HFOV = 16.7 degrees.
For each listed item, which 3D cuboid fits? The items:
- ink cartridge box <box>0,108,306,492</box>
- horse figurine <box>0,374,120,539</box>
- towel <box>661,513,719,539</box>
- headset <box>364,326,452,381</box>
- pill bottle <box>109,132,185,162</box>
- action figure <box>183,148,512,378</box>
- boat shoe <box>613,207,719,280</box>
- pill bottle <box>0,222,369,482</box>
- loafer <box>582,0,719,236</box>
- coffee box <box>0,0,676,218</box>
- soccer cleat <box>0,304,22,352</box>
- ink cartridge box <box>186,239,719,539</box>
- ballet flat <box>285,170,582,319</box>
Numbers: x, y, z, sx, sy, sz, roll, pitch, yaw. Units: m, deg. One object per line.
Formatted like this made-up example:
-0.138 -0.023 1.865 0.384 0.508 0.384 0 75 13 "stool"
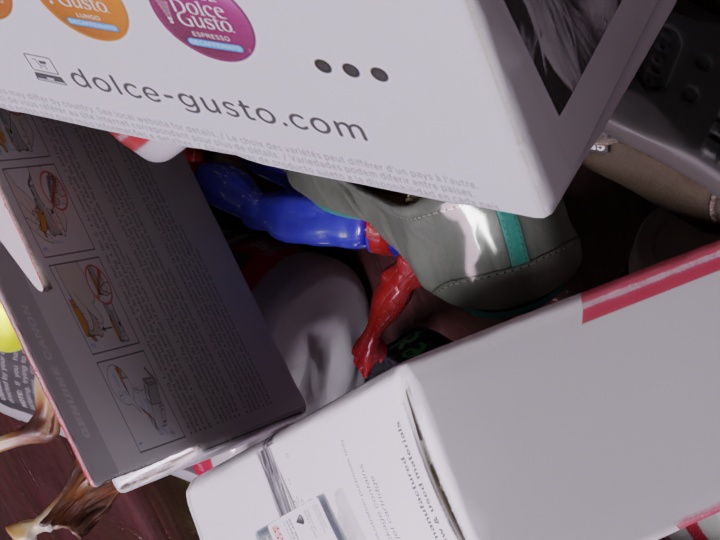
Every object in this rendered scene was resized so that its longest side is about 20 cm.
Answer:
-0.112 -0.017 0.887 0.045 0.176 0.200 -28 84 24 "ink cartridge box"
-0.132 0.021 0.993 0.200 0.133 0.050 49 -171 32 "horse figurine"
0.161 0.077 0.982 0.200 0.023 0.144 -1 135 44 "towel"
0.067 0.104 1.065 0.123 0.094 0.200 39 154 47 "headset"
-0.111 -0.139 0.825 0.200 0.114 0.114 39 151 -9 "pill bottle"
0.000 0.000 0.966 0.200 0.065 0.099 11 122 35 "action figure"
0.170 0.059 0.867 0.200 0.072 0.060 41 145 13 "boat shoe"
-0.105 0.023 1.072 0.200 0.111 0.111 17 148 27 "pill bottle"
0.065 -0.066 0.801 0.200 0.073 0.071 35 151 -3 "loafer"
-0.020 -0.165 0.602 0.200 0.200 0.198 12 145 33 "coffee box"
-0.175 -0.059 0.950 0.065 0.084 0.200 -32 71 39 "soccer cleat"
0.045 0.068 0.837 0.200 0.146 0.085 -30 80 63 "ink cartridge box"
0.019 -0.044 0.853 0.200 0.067 0.064 42 154 62 "ballet flat"
